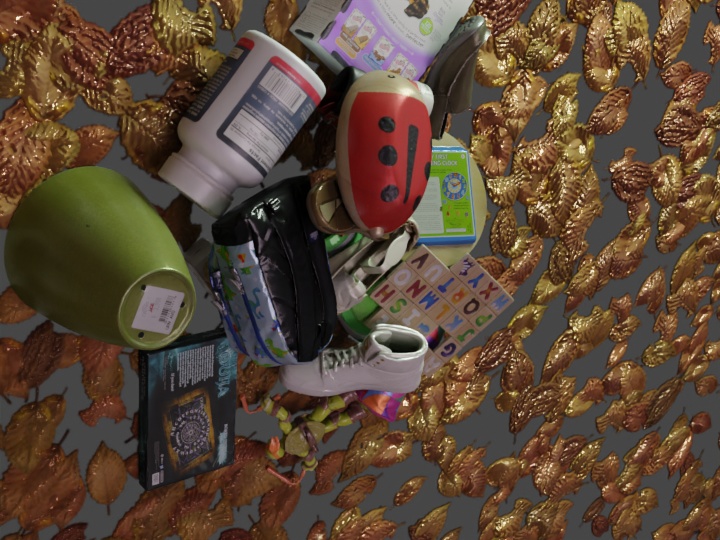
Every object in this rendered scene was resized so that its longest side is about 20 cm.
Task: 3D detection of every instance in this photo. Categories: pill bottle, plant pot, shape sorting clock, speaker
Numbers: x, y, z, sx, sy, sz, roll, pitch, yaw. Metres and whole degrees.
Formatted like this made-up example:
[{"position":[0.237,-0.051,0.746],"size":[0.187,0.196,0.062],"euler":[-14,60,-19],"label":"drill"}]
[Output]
[{"position":[-0.143,-0.167,1.377],"size":[0.201,0.119,0.120],"euler":[-54,133,-4],"label":"pill bottle"},{"position":[-0.268,0.004,1.302],"size":[0.186,0.200,0.189],"euler":[-18,121,-32],"label":"plant pot"},{"position":[0.086,-0.100,1.601],"size":[0.199,0.039,0.202],"euler":[4,82,-28],"label":"shape sorting clock"},{"position":[-0.015,0.008,1.590],"size":[0.088,0.088,0.201],"euler":[-42,131,-15],"label":"speaker"}]

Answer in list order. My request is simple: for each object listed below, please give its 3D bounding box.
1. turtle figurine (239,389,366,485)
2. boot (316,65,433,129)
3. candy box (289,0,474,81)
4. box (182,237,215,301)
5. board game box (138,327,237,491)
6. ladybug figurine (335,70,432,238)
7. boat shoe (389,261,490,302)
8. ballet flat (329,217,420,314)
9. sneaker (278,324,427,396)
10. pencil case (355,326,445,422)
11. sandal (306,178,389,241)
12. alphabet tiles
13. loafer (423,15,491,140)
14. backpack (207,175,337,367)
[{"position":[-0.076,0.213,1.637],"size":[0.161,0.064,0.201],"euler":[-33,127,-9],"label":"turtle figurine"},{"position":[-0.010,-0.154,1.466],"size":[0.143,0.072,0.201],"euler":[7,116,-31],"label":"boot"},{"position":[0.034,-0.327,1.477],"size":[0.168,0.071,0.201],"euler":[38,86,-43],"label":"candy box"},{"position":[-0.161,0.041,1.518],"size":[0.041,0.039,0.201],"euler":[-41,131,-13],"label":"box"},{"position":[-0.224,0.180,1.541],"size":[0.134,0.028,0.202],"euler":[-12,117,-35],"label":"board game box"},{"position":[0.034,-0.137,1.363],"size":[0.135,0.072,0.202],"euler":[12,77,-45],"label":"ladybug figurine"},{"position":[0.091,0.008,1.656],"size":[0.201,0.075,0.086],"euler":[26,127,-28],"label":"boat shoe"},{"position":[0.000,0.000,1.497],"size":[0.200,0.069,0.070],"euler":[-44,132,-11],"label":"ballet flat"},{"position":[-0.009,0.113,1.583],"size":[0.198,0.074,0.116],"euler":[-1,146,-9],"label":"sneaker"},{"position":[0.065,0.120,1.713],"size":[0.088,0.088,0.201],"euler":[36,88,-43],"label":"pencil case"},{"position":[-0.022,-0.069,1.399],"size":[0.200,0.054,0.081],"euler":[-4,78,-65],"label":"sandal"},{"position":[0.102,0.048,1.615],"size":[0.167,0.008,0.200],"euler":[-42,132,7],"label":"alphabet tiles"},{"position":[0.122,-0.246,1.531],"size":[0.075,0.069,0.200],"euler":[-57,-179,-43],"label":"loafer"},{"position":[-0.099,0.014,1.377],"size":[0.201,0.153,0.163],"euler":[63,33,-11],"label":"backpack"}]
